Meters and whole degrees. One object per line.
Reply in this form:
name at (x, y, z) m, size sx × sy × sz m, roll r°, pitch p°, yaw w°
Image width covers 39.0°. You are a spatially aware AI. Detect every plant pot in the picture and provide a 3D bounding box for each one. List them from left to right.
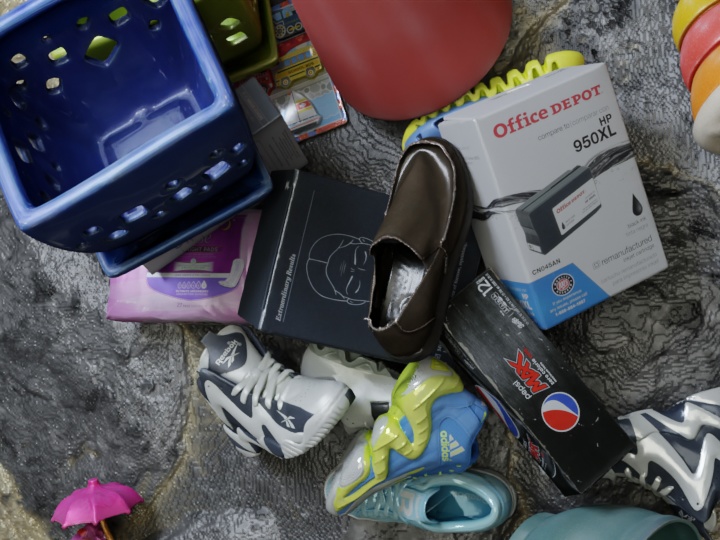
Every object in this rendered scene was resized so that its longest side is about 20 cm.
plant pot at (-0.196, -0.124, 0.876) m, size 0.199 × 0.180 × 0.201 m, roll -28°, pitch 65°, yaw 1°
plant pot at (-0.194, -0.287, 1.039) m, size 0.197 × 0.181 × 0.202 m, roll -18°, pitch 67°, yaw 13°
plant pot at (0.021, -0.270, 0.960) m, size 0.198 × 0.177 × 0.203 m, roll -13°, pitch 60°, yaw 25°
plant pot at (0.202, 0.297, 0.916) m, size 0.133 × 0.199 × 0.203 m, roll 16°, pitch 91°, yaw 42°

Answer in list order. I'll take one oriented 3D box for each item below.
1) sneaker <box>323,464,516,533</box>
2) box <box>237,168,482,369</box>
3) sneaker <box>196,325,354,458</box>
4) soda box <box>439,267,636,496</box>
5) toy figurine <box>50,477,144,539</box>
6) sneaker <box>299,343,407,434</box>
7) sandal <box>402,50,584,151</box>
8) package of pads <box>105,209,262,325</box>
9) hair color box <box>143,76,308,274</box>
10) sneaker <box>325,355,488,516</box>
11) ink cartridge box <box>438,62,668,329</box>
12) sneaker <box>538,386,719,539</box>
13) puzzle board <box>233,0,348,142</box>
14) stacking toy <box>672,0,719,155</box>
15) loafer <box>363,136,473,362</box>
sneaker at (0.052, 0.219, 1.005) m, size 0.198 × 0.082 × 0.075 m, roll -2°, pitch 85°, yaw 15°
box at (0.000, 0.000, 0.974) m, size 0.198 × 0.107 × 0.150 m, roll 14°, pitch 90°, yaw -19°
sneaker at (-0.098, 0.109, 0.988) m, size 0.080 × 0.199 × 0.130 m, roll -46°, pitch 104°, yaw -27°
soda box at (0.147, 0.101, 0.902) m, size 0.071 × 0.063 × 0.201 m, roll -37°, pitch 79°, yaw -10°
toy figurine at (-0.265, 0.320, 1.085) m, size 0.185 × 0.149 × 0.200 m, roll 55°, pitch 126°, yaw 25°
sneaker at (0.026, 0.133, 1.028) m, size 0.198 × 0.074 × 0.089 m, roll 23°, pitch 102°, yaw 23°
sandal at (0.137, -0.144, 1.008) m, size 0.198 × 0.079 × 0.088 m, roll -20°, pitch 86°, yaw 15°
package of pads at (-0.172, -0.004, 1.083) m, size 0.198 × 0.076 × 0.122 m, roll 0°, pitch 85°, yaw 15°
hair color box at (-0.158, -0.091, 1.008) m, size 0.199 × 0.099 × 0.061 m, roll -36°, pitch 64°, yaw -2°
sneaker at (0.048, 0.177, 0.952) m, size 0.104 × 0.076 × 0.201 m, roll 31°, pitch 120°, yaw -5°
ink cartridge box at (0.176, -0.069, 0.928) m, size 0.143 × 0.084 × 0.202 m, roll -25°, pitch 102°, yaw -15°
sneaker at (0.275, 0.196, 0.944) m, size 0.197 × 0.080 × 0.131 m, roll -17°, pitch 74°, yaw 4°
puzzle board at (-0.125, -0.198, 1.113) m, size 0.198 × 0.017 × 0.152 m, roll -19°, pitch 82°, yaw 14°
stacking toy at (0.341, -0.222, 0.947) m, size 0.145 × 0.146 × 0.202 m, roll -28°, pitch 61°, yaw 12°
loafer at (0.048, -0.025, 0.870) m, size 0.072 × 0.071 × 0.202 m, roll 0°, pitch 74°, yaw 29°
